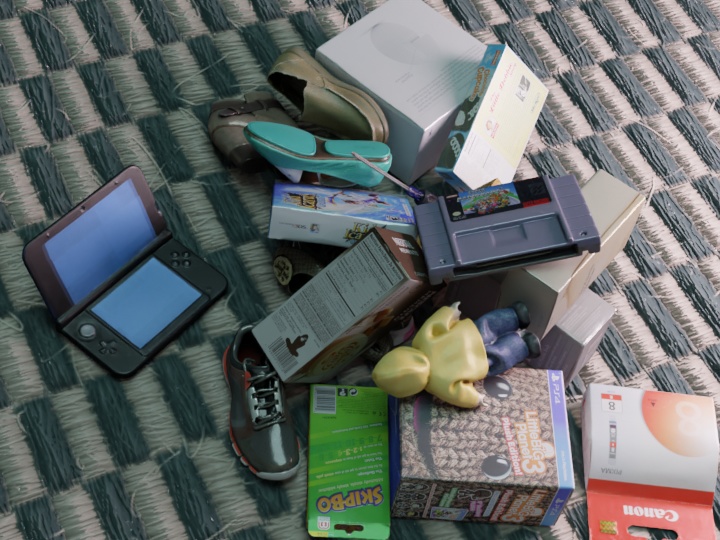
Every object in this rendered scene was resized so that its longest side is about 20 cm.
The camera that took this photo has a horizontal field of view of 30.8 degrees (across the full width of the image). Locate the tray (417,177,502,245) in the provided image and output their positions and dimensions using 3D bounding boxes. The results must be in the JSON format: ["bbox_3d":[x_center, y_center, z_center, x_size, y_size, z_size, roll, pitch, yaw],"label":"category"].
[{"bbox_3d":[0.115,-0.045,1.654,0.037,0.099,0.200,56,34,-10],"label":"tray"}]

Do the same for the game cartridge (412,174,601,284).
[{"bbox_3d":[0.167,-0.052,1.526,0.200,0.038,0.130,-11,44,0],"label":"game cartridge"}]

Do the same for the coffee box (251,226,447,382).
[{"bbox_3d":[-0.013,0.044,1.540,0.200,0.114,0.080,-40,71,17],"label":"coffee box"}]

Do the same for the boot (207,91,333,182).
[{"bbox_3d":[-0.110,-0.192,1.807,0.200,0.070,0.146,-1,43,-22],"label":"boot"}]

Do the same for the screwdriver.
[{"bbox_3d":[0.050,-0.114,1.726,0.200,0.029,0.028,27,75,-38],"label":"screwdriver"}]

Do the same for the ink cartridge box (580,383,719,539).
[{"bbox_3d":[0.350,0.236,1.573,0.162,0.050,0.200,7,50,-4],"label":"ink cartridge box"}]

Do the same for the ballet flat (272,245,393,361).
[{"bbox_3d":[-0.043,0.044,1.642,0.200,0.067,0.046,43,50,14],"label":"ballet flat"}]

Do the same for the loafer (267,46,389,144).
[{"bbox_3d":[-0.048,-0.223,1.772,0.200,0.076,0.067,37,53,20],"label":"loafer"}]

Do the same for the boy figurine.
[{"bbox_3d":[0.108,0.103,1.498,0.200,0.064,0.125,-20,87,-18],"label":"boy figurine"}]

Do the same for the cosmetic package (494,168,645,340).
[{"bbox_3d":[0.253,-0.021,1.583,0.073,0.104,0.200,34,57,18],"label":"cosmetic package"}]

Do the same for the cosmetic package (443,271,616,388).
[{"bbox_3d":[0.212,0.042,1.659,0.200,0.107,0.090,34,55,18],"label":"cosmetic package"}]

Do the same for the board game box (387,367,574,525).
[{"bbox_3d":[0.136,0.202,1.532,0.200,0.097,0.160,4,53,-6],"label":"board game box"}]

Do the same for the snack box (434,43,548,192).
[{"bbox_3d":[0.181,-0.193,1.783,0.037,0.116,0.200,9,69,44],"label":"snack box"}]

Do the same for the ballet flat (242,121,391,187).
[{"bbox_3d":[-0.060,-0.143,1.717,0.200,0.070,0.067,9,34,-9],"label":"ballet flat"}]

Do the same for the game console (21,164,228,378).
[{"bbox_3d":[-0.282,0.000,1.599,0.171,0.118,0.200,35,57,17],"label":"game console"}]

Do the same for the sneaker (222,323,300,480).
[{"bbox_3d":[-0.121,0.150,1.537,0.077,0.082,0.200,-12,56,-17],"label":"sneaker"}]

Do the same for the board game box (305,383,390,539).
[{"bbox_3d":[-0.015,0.225,1.534,0.095,0.030,0.200,4,51,-6],"label":"board game box"}]

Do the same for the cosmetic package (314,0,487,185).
[{"bbox_3d":[0.067,-0.260,1.846,0.200,0.123,0.199,38,56,19],"label":"cosmetic package"}]

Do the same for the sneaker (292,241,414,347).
[{"bbox_3d":[0.000,0.000,1.665,0.200,0.086,0.080,39,56,19],"label":"sneaker"}]

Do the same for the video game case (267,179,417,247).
[{"bbox_3d":[-0.025,-0.070,1.668,0.181,0.046,0.200,6,13,-4],"label":"video game case"}]
